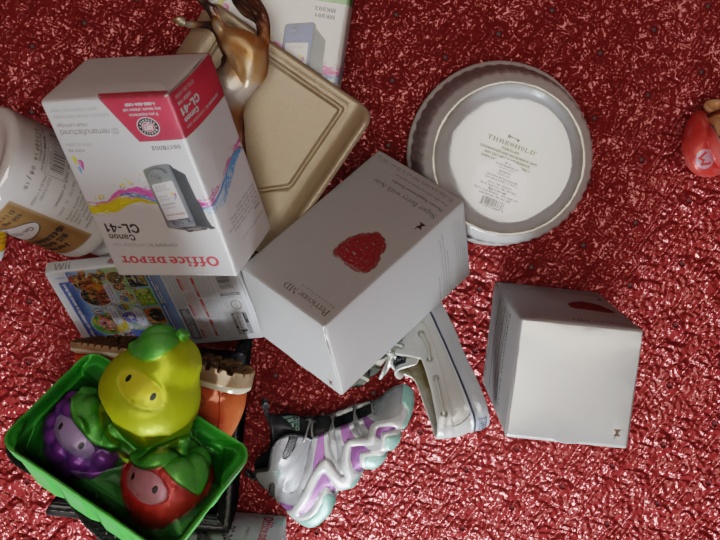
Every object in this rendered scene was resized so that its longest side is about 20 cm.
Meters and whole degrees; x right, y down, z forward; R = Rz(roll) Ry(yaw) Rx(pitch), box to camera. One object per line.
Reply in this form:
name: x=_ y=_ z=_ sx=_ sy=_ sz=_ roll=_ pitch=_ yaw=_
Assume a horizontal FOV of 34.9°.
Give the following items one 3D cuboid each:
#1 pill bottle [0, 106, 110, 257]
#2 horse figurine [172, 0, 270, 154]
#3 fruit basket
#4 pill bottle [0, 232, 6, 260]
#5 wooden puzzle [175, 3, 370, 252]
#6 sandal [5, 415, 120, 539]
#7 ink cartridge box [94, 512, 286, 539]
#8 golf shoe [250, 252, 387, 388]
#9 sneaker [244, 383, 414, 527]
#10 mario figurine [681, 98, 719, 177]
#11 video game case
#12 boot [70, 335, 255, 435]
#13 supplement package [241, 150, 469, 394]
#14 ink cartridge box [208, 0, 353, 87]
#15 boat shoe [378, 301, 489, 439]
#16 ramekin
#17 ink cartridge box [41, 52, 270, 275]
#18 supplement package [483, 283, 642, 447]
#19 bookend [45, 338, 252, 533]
pill bottle: x=-0.304 y=-0.077 z=1.159 sx=0.200 sy=0.114 sz=0.114 roll=26 pitch=101 yaw=-47
horse figurine: x=-0.140 y=-0.187 z=1.102 sx=0.132 sy=0.050 sz=0.200 roll=30 pitch=104 yaw=5
fruit basket: x=-0.212 y=0.152 z=1.073 sx=0.216 sy=0.216 sz=0.156 roll=45 pitch=52 yaw=-7
pill bottle: x=-0.427 y=-0.065 z=1.204 sx=0.113 sy=0.113 sz=0.200 roll=11 pitch=99 yaw=-2
wooden puzzle: x=-0.118 y=-0.138 z=1.153 sx=0.200 sy=0.037 sz=0.185 roll=35 pitch=101 yaw=-2
sandal: x=-0.284 y=0.213 z=1.195 sx=0.200 sy=0.048 sz=0.075 roll=33 pitch=93 yaw=23
ink cartridge box: x=-0.182 y=0.321 z=1.250 sx=0.200 sy=0.145 sz=0.084 roll=3 pitch=97 yaw=0
golf shoe: x=-0.050 y=0.039 z=1.253 sx=0.200 sy=0.077 sz=0.088 roll=42 pitch=76 yaw=-8
sneaker: x=-0.046 y=0.174 z=1.256 sx=0.140 sy=0.078 sz=0.200 roll=40 pitch=96 yaw=-13
mario figurine: x=0.431 y=-0.156 z=1.194 sx=0.200 sy=0.106 sz=0.124 roll=-27 pitch=64 yaw=-4
video game case: x=-0.213 y=0.032 z=1.213 sx=0.200 sy=0.018 sz=0.143 roll=-6 pitch=140 yaw=8
boot: x=-0.214 y=0.128 z=1.173 sx=0.200 sy=0.075 sz=0.107 roll=16 pitch=100 yaw=15
supplement package: x=0.000 y=0.000 z=1.153 sx=0.121 sy=0.120 sz=0.200 roll=33 pitch=63 yaw=30
ink cartridge box: x=-0.088 y=-0.231 z=1.192 sx=0.145 sy=0.088 sz=0.200 roll=9 pitch=102 yaw=-1
boat shoe: x=0.057 y=0.090 z=1.208 sx=0.086 sy=0.075 sz=0.202 roll=-17 pitch=63 yaw=-13
ramekin: x=0.150 y=-0.120 z=1.202 sx=0.200 sy=0.105 sz=0.201 roll=0 pitch=99 yaw=-1
ink cartridge box: x=-0.188 y=-0.097 z=1.079 sx=0.147 sy=0.086 sz=0.200 roll=1 pitch=126 yaw=26
supplement package: x=0.202 y=0.092 z=1.180 sx=0.121 sy=0.200 sz=0.120 roll=6 pitch=99 yaw=-2
bookend: x=-0.227 y=0.168 z=1.252 sx=0.198 sy=0.092 sz=0.200 roll=7 pitch=98 yaw=-1
